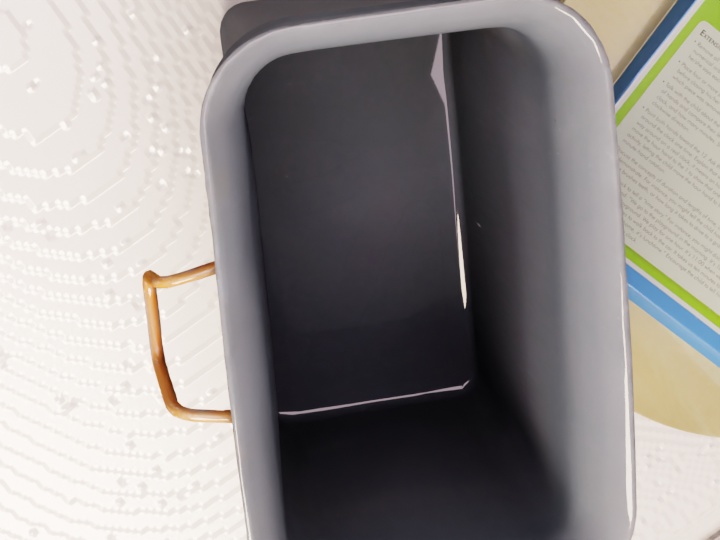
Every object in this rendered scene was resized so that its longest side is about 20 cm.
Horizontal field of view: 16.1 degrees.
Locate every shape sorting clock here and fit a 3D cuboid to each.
[{"bbox_3d":[0.145,-0.038,0.897,0.199,0.039,0.201,-3,108,-9],"label":"shape sorting clock"}]

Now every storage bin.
[{"bbox_3d":[0.000,0.000,0.831,0.145,0.134,0.201,-9,109,-8],"label":"storage bin"}]
